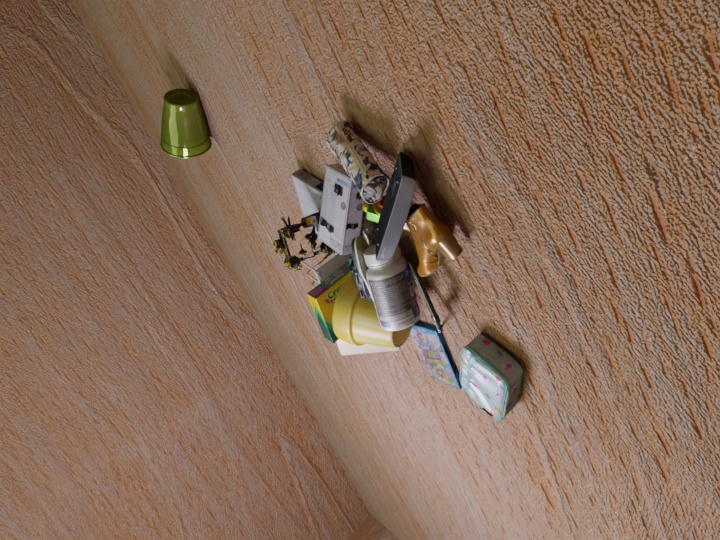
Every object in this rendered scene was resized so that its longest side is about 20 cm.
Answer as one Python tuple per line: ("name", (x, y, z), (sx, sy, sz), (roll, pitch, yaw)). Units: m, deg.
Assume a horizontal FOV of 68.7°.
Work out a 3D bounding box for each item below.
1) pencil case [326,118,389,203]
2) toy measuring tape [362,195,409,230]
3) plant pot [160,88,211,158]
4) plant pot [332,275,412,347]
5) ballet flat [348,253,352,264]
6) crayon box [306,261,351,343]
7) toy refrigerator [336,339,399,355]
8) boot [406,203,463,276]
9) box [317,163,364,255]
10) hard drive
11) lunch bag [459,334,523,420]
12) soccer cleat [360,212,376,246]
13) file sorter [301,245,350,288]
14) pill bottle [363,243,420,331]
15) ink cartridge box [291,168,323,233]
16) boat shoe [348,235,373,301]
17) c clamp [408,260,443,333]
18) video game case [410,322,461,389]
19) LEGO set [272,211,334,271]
("pencil case", (-0.009, -0.252, 1.197), (0.203, 0.076, 0.090), (59, 172, 27))
("toy measuring tape", (0.096, -0.131, 1.248), (0.194, 0.075, 0.075), (20, 144, 18))
("plant pot", (-0.670, -0.569, 2.000), (0.199, 0.197, 0.197), (41, 141, 27))
("plant pot", (0.046, 0.129, 1.511), (0.184, 0.202, 0.205), (17, 139, 30))
("ballet flat", (0.049, -0.005, 1.467), (0.198, 0.065, 0.072), (36, 152, 33))
("crayon box", (-0.050, 0.089, 1.610), (0.057, 0.198, 0.177), (24, 143, 46))
("toy refrigerator", (0.026, 0.206, 1.650), (0.192, 0.071, 0.078), (-8, 125, 18))
("boot", (0.140, -0.072, 1.178), (0.145, 0.071, 0.201), (49, 159, -1))
("box", (-0.047, -0.159, 1.367), (0.116, 0.059, 0.207), (35, 126, 40))
("hard drive", (0.074, -0.135, 1.138), (0.137, 0.041, 0.205), (-89, 13, -56))
("lunch bag", (0.312, 0.263, 1.291), (0.159, 0.076, 0.204), (38, 151, 34))
("soccer cleat", (0.020, -0.102, 1.401), (0.201, 0.068, 0.086), (49, 155, 22))
("file sorter", (-0.086, 0.032, 1.685), (0.123, 0.137, 0.205), (27, 144, 50))
("pill bottle", (0.077, 0.036, 1.332), (0.112, 0.111, 0.207), (11, 123, 57))
("ink cartridge box", (-0.117, -0.182, 1.589), (0.198, 0.040, 0.204), (35, 149, 38))
("boat shoe", (0.001, -0.001, 1.382), (0.064, 0.076, 0.203), (2, 135, 30))
("c clamp", (0.163, 0.069, 1.324), (0.171, 0.026, 0.206), (-41, -73, -82))
("video game case", (0.214, 0.241, 1.525), (0.142, 0.018, 0.205), (12, 130, 59))
("LEGO set", (-0.140, -0.089, 1.496), (0.114, 0.194, 0.160), (-1, 103, 58))
